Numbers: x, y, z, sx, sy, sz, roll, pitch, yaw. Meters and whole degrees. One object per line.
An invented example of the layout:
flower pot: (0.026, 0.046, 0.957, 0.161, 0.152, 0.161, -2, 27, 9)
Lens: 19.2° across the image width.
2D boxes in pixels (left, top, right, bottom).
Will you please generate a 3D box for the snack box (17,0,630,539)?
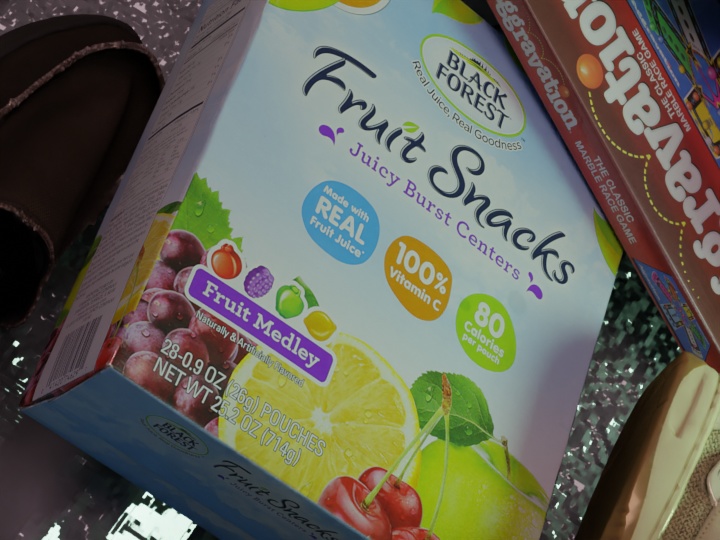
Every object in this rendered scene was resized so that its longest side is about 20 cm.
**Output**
snack box: (0.000, 0.000, 0.722, 0.168, 0.067, 0.201, 35, 55, -24)

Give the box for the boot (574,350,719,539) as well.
boot: (0.134, 0.145, 0.706, 0.154, 0.073, 0.201, 27, 63, -2)

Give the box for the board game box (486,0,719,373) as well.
board game box: (0.118, -0.052, 0.779, 0.103, 0.019, 0.201, -38, 102, -38)

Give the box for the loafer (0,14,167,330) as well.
loafer: (-0.120, -0.012, 0.691, 0.071, 0.073, 0.200, 15, 46, 31)

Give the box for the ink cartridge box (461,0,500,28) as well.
ink cartridge box: (0.070, -0.211, 0.881, 0.143, 0.084, 0.201, -13, 65, -19)
